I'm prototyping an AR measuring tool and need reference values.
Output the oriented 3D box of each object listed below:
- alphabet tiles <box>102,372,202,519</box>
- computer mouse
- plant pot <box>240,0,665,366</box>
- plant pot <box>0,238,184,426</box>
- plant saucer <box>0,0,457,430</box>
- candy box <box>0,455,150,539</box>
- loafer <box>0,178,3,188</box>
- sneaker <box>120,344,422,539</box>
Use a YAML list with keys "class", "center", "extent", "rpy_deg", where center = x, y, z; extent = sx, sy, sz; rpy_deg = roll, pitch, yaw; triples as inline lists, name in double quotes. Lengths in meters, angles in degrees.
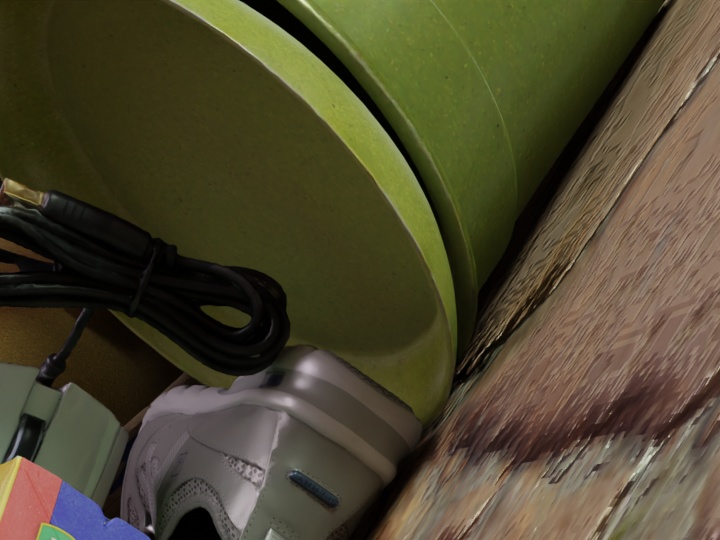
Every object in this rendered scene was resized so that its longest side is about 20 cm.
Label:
- class: "alphabet tiles"
  center: [-0.097, 0.122, 0.917]
  extent: [0.200, 0.006, 0.167]
  rpy_deg: [-42, -29, -53]
- class: "computer mouse"
  center: [-0.113, 0.066, 0.715]
  extent: [0.200, 0.110, 0.044]
  rpy_deg: [-59, 20, 27]
- class: "plant pot"
  center: [0.015, -0.090, 0.787]
  extent: [0.190, 0.200, 0.200]
  rpy_deg: [-44, -3, -30]
- class: "plant pot"
  center: [-0.163, 0.071, 0.955]
  extent: [0.186, 0.186, 0.200]
  rpy_deg: [-55, 8, 5]
- class: "plant saucer"
  center: [-0.045, -0.026, 0.712]
  extent: [0.031, 0.200, 0.200]
  rpy_deg: [-48, -1, -29]
- class: "candy box"
  center: [-0.149, 0.161, 0.631]
  extent: [0.200, 0.077, 0.169]
  rpy_deg: [-21, 42, 44]
- class: "loafer"
  center: [-0.129, -0.097, 0.837]
  extent: [0.072, 0.063, 0.200]
  rpy_deg: [-117, 32, -45]
- class: "sneaker"
  center: [-0.052, 0.085, 0.751]
  extent: [0.082, 0.075, 0.200]
  rpy_deg: [-56, 4, -25]
